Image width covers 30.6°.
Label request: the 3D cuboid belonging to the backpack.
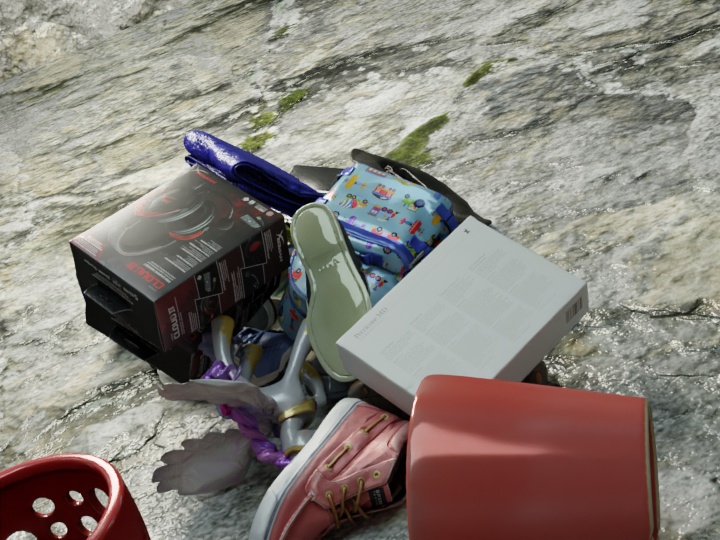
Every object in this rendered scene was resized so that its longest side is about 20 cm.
[{"bbox_3d":[0.000,0.000,1.486,0.182,0.135,0.200,27,56,27],"label":"backpack"}]

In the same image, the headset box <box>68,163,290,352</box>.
[{"bbox_3d":[-0.197,-0.012,1.391,0.200,0.075,0.148,-35,49,-30],"label":"headset box"}]

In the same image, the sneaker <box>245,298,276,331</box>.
[{"bbox_3d":[-0.207,0.028,1.588,0.200,0.084,0.121,33,38,11],"label":"sneaker"}]

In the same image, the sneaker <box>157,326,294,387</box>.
[{"bbox_3d":[-0.159,0.093,1.528,0.199,0.077,0.076,-7,28,23],"label":"sneaker"}]

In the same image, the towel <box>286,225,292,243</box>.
[{"bbox_3d":[-0.140,-0.078,1.576,0.018,0.086,0.200,-66,27,7],"label":"towel"}]

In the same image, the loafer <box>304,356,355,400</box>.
[{"bbox_3d":[0.027,0.094,1.387,0.200,0.063,0.072,-32,48,34],"label":"loafer"}]

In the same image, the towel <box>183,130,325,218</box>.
[{"bbox_3d":[-0.132,-0.112,1.625,0.050,0.147,0.200,-63,30,5],"label":"towel"}]

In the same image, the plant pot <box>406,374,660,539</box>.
[{"bbox_3d":[0.142,0.174,1.032,0.176,0.201,0.201,-5,30,15],"label":"plant pot"}]

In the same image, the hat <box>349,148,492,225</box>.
[{"bbox_3d":[0.061,-0.072,1.633,0.081,0.200,0.201,-62,23,13],"label":"hat"}]

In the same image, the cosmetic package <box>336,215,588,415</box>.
[{"bbox_3d":[0.099,0.054,1.265,0.151,0.052,0.200,34,65,32],"label":"cosmetic package"}]

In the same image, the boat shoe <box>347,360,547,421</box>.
[{"bbox_3d":[0.087,0.112,1.317,0.199,0.076,0.072,-9,23,7],"label":"boat shoe"}]

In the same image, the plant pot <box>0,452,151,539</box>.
[{"bbox_3d":[-0.258,0.285,1.114,0.200,0.183,0.201,-18,25,9],"label":"plant pot"}]

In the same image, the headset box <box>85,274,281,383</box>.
[{"bbox_3d":[-0.202,0.025,1.480,0.148,0.077,0.200,31,53,13],"label":"headset box"}]

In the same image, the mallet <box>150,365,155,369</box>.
[{"bbox_3d":[-0.208,0.044,1.671,0.041,0.066,0.200,0,33,40],"label":"mallet"}]

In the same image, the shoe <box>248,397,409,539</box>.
[{"bbox_3d":[-0.018,0.205,1.210,0.091,0.072,0.200,13,50,31],"label":"shoe"}]

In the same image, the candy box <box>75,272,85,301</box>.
[{"bbox_3d":[-0.254,-0.008,1.752,0.199,0.077,0.169,-16,9,8],"label":"candy box"}]

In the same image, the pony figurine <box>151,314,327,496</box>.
[{"bbox_3d":[-0.112,0.135,1.332,0.192,0.167,0.201,2,43,-9],"label":"pony figurine"}]

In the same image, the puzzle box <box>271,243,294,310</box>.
[{"bbox_3d":[-0.058,-0.009,1.703,0.133,0.026,0.200,4,36,41],"label":"puzzle box"}]

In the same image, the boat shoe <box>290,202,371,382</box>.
[{"bbox_3d":[-0.023,0.028,1.380,0.074,0.066,0.200,-26,65,11],"label":"boat shoe"}]

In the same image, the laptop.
[{"bbox_3d":[-0.070,-0.096,1.701,0.177,0.104,0.200,7,50,30],"label":"laptop"}]
